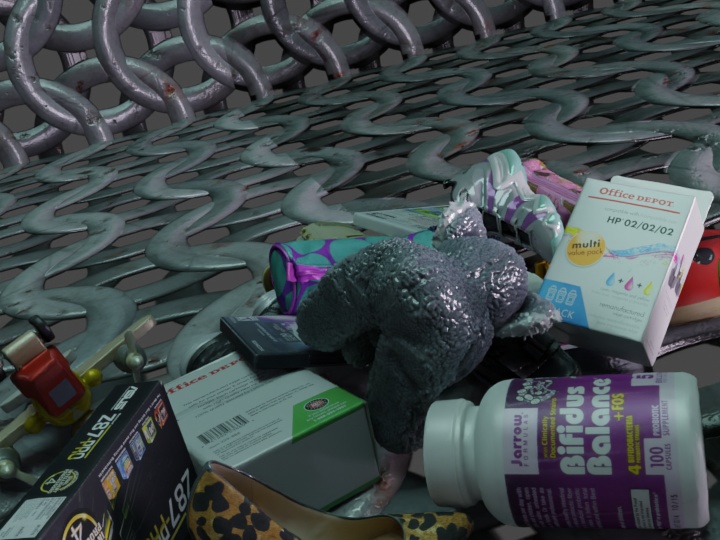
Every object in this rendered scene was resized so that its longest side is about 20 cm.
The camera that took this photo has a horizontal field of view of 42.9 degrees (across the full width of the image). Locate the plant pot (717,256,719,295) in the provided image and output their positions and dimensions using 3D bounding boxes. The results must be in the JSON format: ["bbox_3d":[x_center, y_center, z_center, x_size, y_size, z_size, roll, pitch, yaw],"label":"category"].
[{"bbox_3d":[0.386,0.041,0.687,0.199,0.200,0.181,11,39,46],"label":"plant pot"}]

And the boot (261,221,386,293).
[{"bbox_3d":[-0.062,-0.016,1.261,0.200,0.072,0.155,-15,21,-24],"label":"boot"}]

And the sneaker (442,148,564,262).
[{"bbox_3d":[0.161,-0.057,1.130,0.140,0.078,0.200,-22,42,-1],"label":"sneaker"}]

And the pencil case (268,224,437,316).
[{"bbox_3d":[0.000,0.000,1.034,0.199,0.085,0.092,-6,-2,-20],"label":"pencil case"}]

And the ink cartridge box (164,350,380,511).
[{"bbox_3d":[-0.098,0.152,0.838,0.146,0.084,0.200,-23,23,-27],"label":"ink cartridge box"}]

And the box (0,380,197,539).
[{"bbox_3d":[-0.174,0.198,0.661,0.049,0.162,0.200,-8,21,15],"label":"box"}]

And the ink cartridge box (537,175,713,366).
[{"bbox_3d":[0.263,-0.019,0.912,0.115,0.068,0.200,15,71,33],"label":"ink cartridge box"}]

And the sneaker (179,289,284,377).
[{"bbox_3d":[-0.096,0.085,1.029,0.200,0.076,0.114,-31,28,-28],"label":"sneaker"}]

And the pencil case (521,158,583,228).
[{"bbox_3d":[0.265,-0.081,1.180,0.083,0.087,0.200,-4,22,-25],"label":"pencil case"}]

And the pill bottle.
[{"bbox_3d":[0.153,0.136,0.690,0.199,0.113,0.112,-6,22,20],"label":"pill bottle"}]

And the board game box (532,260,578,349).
[{"bbox_3d":[0.149,0.046,1.042,0.199,0.026,0.200,-10,21,7],"label":"board game box"}]

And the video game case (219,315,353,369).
[{"bbox_3d":[-0.030,0.070,0.937,0.199,0.019,0.143,-1,12,-22],"label":"video game case"}]

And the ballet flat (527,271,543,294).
[{"bbox_3d":[0.145,0.010,1.019,0.069,0.070,0.200,-18,16,-13],"label":"ballet flat"}]

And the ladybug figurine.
[{"bbox_3d":[0.336,0.004,0.971,0.199,0.072,0.136,-11,21,5],"label":"ladybug figurine"}]

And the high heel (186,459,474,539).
[{"bbox_3d":[-0.018,0.174,0.652,0.200,0.143,0.071,-18,21,-11],"label":"high heel"}]

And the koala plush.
[{"bbox_3d":[0.079,0.029,0.822,0.200,0.177,0.184,-24,-21,-35],"label":"koala plush"}]

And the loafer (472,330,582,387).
[{"bbox_3d":[0.131,0.066,0.906,0.072,0.063,0.200,-35,40,-27],"label":"loafer"}]

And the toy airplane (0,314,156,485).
[{"bbox_3d":[-0.319,0.139,0.976,0.200,0.141,0.199,-45,-3,23],"label":"toy airplane"}]

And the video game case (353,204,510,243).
[{"bbox_3d":[0.117,-0.062,1.278,0.182,0.022,0.200,-7,15,-30],"label":"video game case"}]
